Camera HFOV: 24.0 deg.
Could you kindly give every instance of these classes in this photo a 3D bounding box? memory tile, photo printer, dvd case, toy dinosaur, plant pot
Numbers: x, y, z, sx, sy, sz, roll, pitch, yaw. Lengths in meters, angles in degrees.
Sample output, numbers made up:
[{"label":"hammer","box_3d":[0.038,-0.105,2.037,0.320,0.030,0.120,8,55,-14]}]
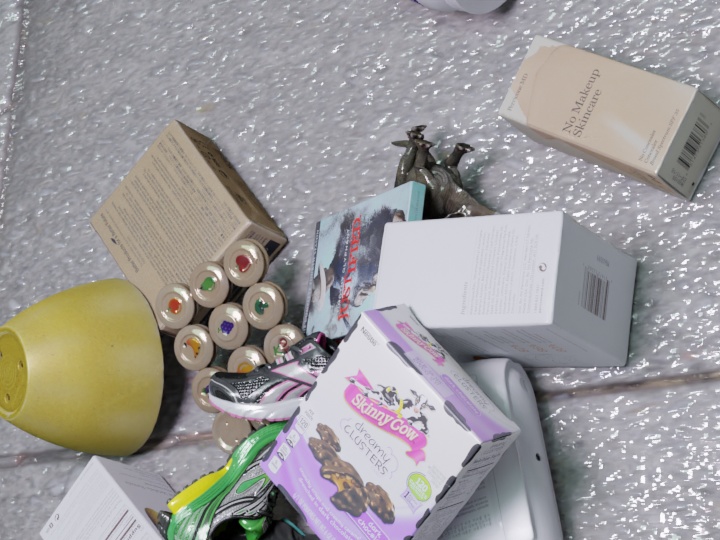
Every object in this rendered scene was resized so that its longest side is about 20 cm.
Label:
[{"label":"memory tile","box_3d":[-0.130,0.082,1.802,0.153,0.017,0.201,-29,83,25]},{"label":"photo printer","box_3d":[0.100,0.190,1.605,0.165,0.069,0.202,-25,60,29]},{"label":"dvd case","box_3d":[0.000,0.000,1.737,0.200,0.022,0.148,-20,59,59]},{"label":"toy dinosaur","box_3d":[0.064,-0.090,1.733,0.199,0.076,0.103,29,115,50]},{"label":"plant pot","box_3d":[-0.329,0.110,1.871,0.199,0.141,0.202,0,91,50]}]

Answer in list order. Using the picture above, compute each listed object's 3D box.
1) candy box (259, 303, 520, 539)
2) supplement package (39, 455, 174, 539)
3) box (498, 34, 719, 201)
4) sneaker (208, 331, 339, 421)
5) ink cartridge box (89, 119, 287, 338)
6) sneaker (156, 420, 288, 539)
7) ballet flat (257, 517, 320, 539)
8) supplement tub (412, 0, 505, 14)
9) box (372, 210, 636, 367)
[{"label":"candy box","box_3d":[0.023,0.161,1.536,0.168,0.071,0.201,47,120,24]},{"label":"supplement package","box_3d":[-0.226,0.306,1.779,0.200,0.113,0.110,42,100,38]},{"label":"box","box_3d":[0.241,-0.149,1.625,0.199,0.078,0.096,25,89,40]},{"label":"sneaker","box_3d":[-0.057,0.104,1.723,0.198,0.080,0.087,0,96,12]},{"label":"ink cartridge box","box_3d":[-0.198,-0.045,1.918,0.165,0.075,0.200,-48,52,14]},{"label":"sneaker","box_3d":[-0.105,0.228,1.716,0.200,0.078,0.085,-39,57,-16]},{"label":"ballet flat","box_3d":[-0.054,0.292,1.650,0.068,0.068,0.200,-40,15,-21]},{"label":"supplement tub","box_3d":[0.068,-0.359,1.793,0.199,0.145,0.146,30,92,40]},{"label":"box","box_3d":[0.135,0.022,1.591,0.198,0.152,0.107,-2,72,36]}]
